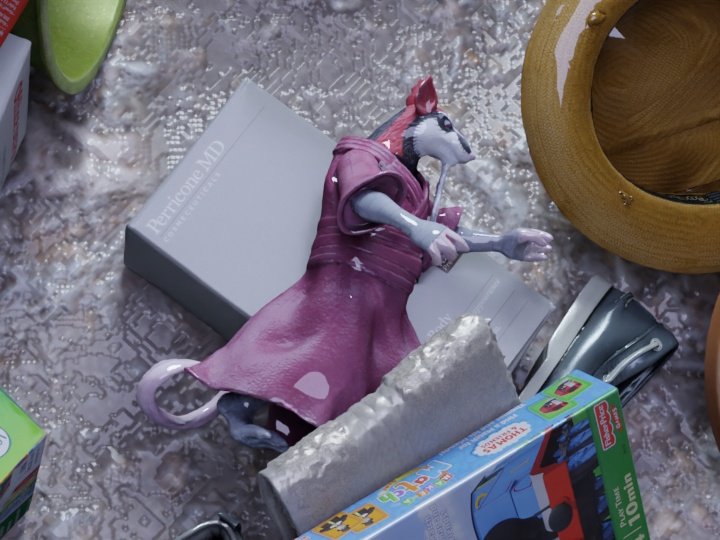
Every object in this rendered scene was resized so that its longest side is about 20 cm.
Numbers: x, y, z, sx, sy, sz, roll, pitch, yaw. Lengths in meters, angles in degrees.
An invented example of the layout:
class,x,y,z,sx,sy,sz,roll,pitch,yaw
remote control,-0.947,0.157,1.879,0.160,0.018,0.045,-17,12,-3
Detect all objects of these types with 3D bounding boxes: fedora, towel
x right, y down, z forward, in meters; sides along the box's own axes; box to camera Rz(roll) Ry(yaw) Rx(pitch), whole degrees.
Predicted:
class,x,y,z,sx,sy,sz,roll,pitch,yaw
fedora,0.166,-0.094,1.429,0.200,0.082,0.201,-2,95,-21
towel,0.033,0.121,1.291,0.133,0.200,0.034,-38,45,-17

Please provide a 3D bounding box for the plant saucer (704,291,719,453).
class,x,y,z,sx,sy,sz,roll,pitch,yaw
plant saucer,0.265,0.046,1.416,0.200,0.032,0.200,-3,97,-24

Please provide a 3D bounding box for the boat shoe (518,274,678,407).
class,x,y,z,sx,sy,sz,roll,pitch,yaw
boat shoe,0.096,0.095,1.393,0.062,0.073,0.200,31,67,5

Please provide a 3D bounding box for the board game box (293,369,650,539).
class,x,y,z,sx,sy,sz,roll,pitch,yaw
board game box,0.048,0.158,1.256,0.200,0.037,0.151,-28,119,-26

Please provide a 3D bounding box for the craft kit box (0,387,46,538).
class,x,y,z,sx,sy,sz,roll,pitch,yaw
craft kit box,-0.231,0.151,1.264,0.049,0.200,0.198,45,74,4

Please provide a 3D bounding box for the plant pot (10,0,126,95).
class,x,y,z,sx,sy,sz,roll,pitch,yaw
plant pot,-0.221,-0.204,1.386,0.190,0.200,0.200,10,73,7

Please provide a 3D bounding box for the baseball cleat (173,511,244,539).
class,x,y,z,sx,sy,sz,roll,pitch,yaw
baseball cleat,-0.112,0.206,1.314,0.070,0.106,0.200,20,67,12

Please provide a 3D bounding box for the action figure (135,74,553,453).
class,x,y,z,sx,sy,sz,roll,pitch,yaw
action figure,0.000,0.000,1.319,0.149,0.134,0.200,8,77,24

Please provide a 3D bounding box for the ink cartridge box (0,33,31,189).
class,x,y,z,sx,sy,sz,roll,pitch,yaw
ink cartridge box,-0.234,-0.018,1.339,0.084,0.145,0.200,21,73,-2

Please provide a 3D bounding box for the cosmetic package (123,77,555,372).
class,x,y,z,sx,sy,sz,roll,pitch,yaw
cosmetic package,-0.014,0.006,1.395,0.200,0.090,0.107,36,76,0

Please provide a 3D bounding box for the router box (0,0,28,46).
class,x,y,z,sx,sy,sz,roll,pitch,yaw
router box,-0.231,-0.190,1.276,0.200,0.049,0.180,30,88,22
